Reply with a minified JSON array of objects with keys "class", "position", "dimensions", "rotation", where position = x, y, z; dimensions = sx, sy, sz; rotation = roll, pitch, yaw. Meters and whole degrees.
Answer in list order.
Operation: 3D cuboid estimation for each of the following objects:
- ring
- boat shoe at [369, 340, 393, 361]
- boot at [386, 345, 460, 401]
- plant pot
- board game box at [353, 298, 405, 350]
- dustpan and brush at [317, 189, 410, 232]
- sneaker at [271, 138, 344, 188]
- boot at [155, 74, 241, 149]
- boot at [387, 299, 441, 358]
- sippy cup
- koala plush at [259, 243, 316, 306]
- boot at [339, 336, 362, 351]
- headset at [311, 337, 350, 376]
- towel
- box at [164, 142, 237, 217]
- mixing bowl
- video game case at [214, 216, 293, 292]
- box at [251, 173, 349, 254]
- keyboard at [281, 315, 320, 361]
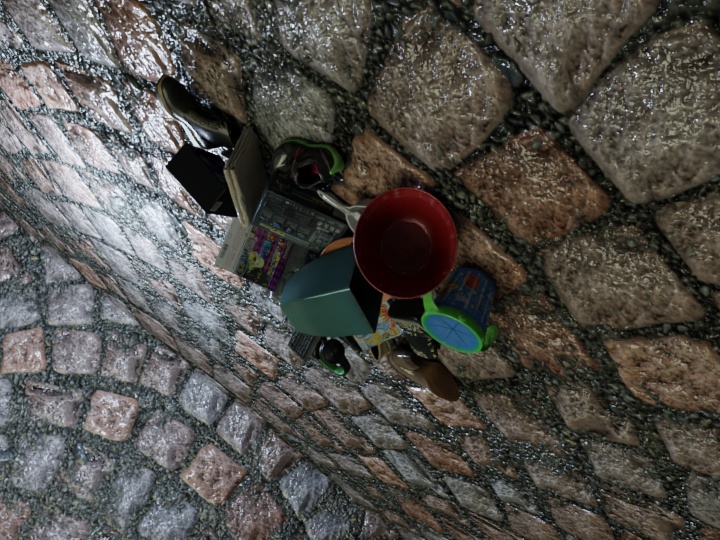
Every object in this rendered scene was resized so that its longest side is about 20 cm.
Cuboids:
[{"class":"ring","position":[0.000,0.000,1.608],"dimensions":[0.194,0.020,0.204],"rotation":[6,133,6]},{"class":"boat shoe","position":[0.029,0.158,1.828],"dimensions":[0.070,0.077,0.202],"rotation":[12,142,42]},{"class":"boot","position":[0.158,0.273,1.865],"dimensions":[0.200,0.071,0.146],"rotation":[45,159,-9]},{"class":"plant pot","position":[-0.070,0.058,1.566],"dimensions":[0.195,0.143,0.143],"rotation":[-13,128,23]},{"class":"board game box","position":[0.016,0.095,1.723],"dimensions":[0.133,0.035,0.202],"rotation":[-23,122,20]},{"class":"dustpan and brush","position":[-0.001,-0.115,1.468],"dimensions":[0.199,0.057,0.140],"rotation":[41,149,2]},{"class":"sneaker","position":[-0.122,-0.216,1.445],"dimensions":[0.197,0.084,0.078],"rotation":[8,140,45]},{"class":"boot","position":[-0.344,-0.346,1.550],"dimensions":[0.135,0.079,0.200],"rotation":[11,156,35]},{"class":"boot","position":[0.170,0.146,1.650],"dimensions":[0.200,0.074,0.155],"rotation":[14,148,40]},{"class":"sippy cup","position":[0.205,0.072,1.413],"dimensions":[0.137,0.132,0.180],"rotation":[17,151,26]},{"class":"koala plush","position":[-0.148,0.014,1.751],"dimensions":[0.173,0.190,0.199],"rotation":[-5,162,25]},{"class":"boot","position":[-0.071,0.157,1.947],"dimensions":[0.200,0.076,0.168],"rotation":[45,150,0]},{"class":"headset","position":[-0.089,0.198,1.895],"dimensions":[0.122,0.095,0.202],"rotation":[12,145,45]},{"class":"towel","position":[-0.252,-0.205,1.569],"dimensions":[0.033,0.135,0.202],"rotation":[12,146,12]},{"class":"box","position":[-0.339,-0.202,1.616],"dimensions":[0.141,0.079,0.200],"rotation":[44,-172,5]},{"class":"mixing bowl","position":[0.086,-0.049,1.358],"dimensions":[0.198,0.203,0.108],"rotation":[35,180,5]},{"class":"video game case","position":[-0.241,-0.075,1.688],"dimensions":[0.178,0.205,0.036],"rotation":[21,176,29]},{"class":"box","position":[-0.130,-0.118,1.560],"dimensions":[0.195,0.052,0.158],"rotation":[22,149,-11]},{"class":"keyboard","position":[-0.157,0.147,1.833],"dimensions":[0.127,0.020,0.202],"rotation":[45,140,13]}]
